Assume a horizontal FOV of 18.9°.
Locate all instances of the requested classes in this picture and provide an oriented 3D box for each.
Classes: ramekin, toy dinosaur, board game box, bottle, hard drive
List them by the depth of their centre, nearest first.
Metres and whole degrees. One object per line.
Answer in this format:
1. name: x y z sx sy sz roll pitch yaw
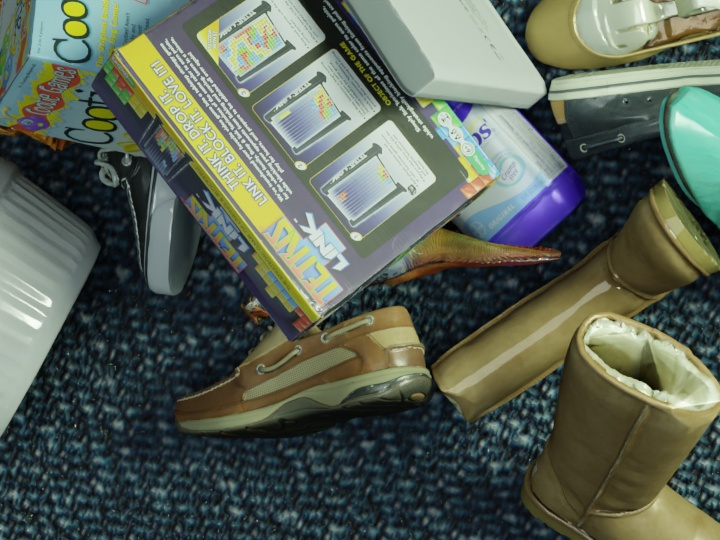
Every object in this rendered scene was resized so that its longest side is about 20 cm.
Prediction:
1. board game box: -0.037 -0.085 1.313 0.165 0.057 0.200 -37 89 -28
2. hard drive: 0.043 -0.164 1.367 0.027 0.200 0.132 -37 77 20
3. board game box: -0.125 -0.138 1.384 0.199 0.103 0.105 12 65 -21
4. toy dinosaur: 0.000 0.000 1.438 0.200 0.105 0.182 39 139 6
5. bottle: 0.059 -0.097 1.450 0.200 0.065 0.084 47 112 2
6. ramekin: -0.252 0.031 1.455 0.094 0.202 0.203 29 100 -7

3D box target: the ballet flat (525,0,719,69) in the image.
1. ballet flat: 0.203 -0.178 1.420 0.199 0.063 0.069 -13 93 11

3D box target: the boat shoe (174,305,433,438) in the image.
1. boat shoe: -0.038 0.070 1.471 0.199 0.076 0.074 -14 76 31

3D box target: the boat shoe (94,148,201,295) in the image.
1. boat shoe: -0.147 -0.084 1.483 0.068 0.074 0.200 1 94 12

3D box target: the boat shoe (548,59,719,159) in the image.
1. boat shoe: 0.223 -0.106 1.422 0.199 0.075 0.063 -4 97 16

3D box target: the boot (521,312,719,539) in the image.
1. boot: 0.194 0.129 1.385 0.175 0.200 0.066 24 56 6

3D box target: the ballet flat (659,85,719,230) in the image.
1. ballet flat: 0.252 -0.050 1.372 0.070 0.200 0.068 4 59 31

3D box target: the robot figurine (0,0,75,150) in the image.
1. robot figurine: -0.272 -0.170 1.489 0.199 0.058 0.145 26 113 11

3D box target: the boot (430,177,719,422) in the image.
1. boot: 0.137 0.028 1.400 0.200 0.175 0.066 -34 78 8
